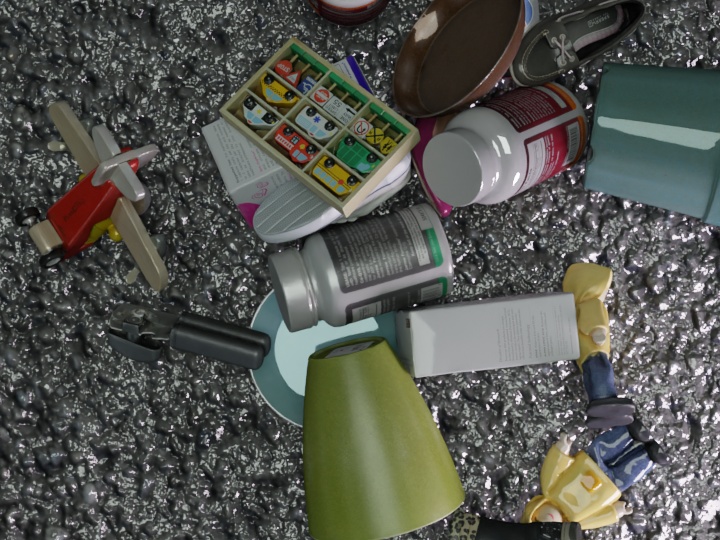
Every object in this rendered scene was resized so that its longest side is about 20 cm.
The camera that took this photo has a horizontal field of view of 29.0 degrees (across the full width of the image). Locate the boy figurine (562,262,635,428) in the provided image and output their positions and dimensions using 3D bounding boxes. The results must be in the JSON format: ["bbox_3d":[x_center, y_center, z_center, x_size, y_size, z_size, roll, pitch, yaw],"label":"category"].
[{"bbox_3d":[0.280,0.086,1.651,0.064,0.125,0.201,-5,59,5],"label":"boy figurine"}]

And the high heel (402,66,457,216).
[{"bbox_3d":[0.103,-0.161,1.641,0.096,0.067,0.201,-18,67,8],"label":"high heel"}]

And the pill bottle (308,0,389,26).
[{"bbox_3d":[-0.014,-0.341,1.601,0.109,0.200,0.110,0,90,0],"label":"pill bottle"}]

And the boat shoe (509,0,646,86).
[{"bbox_3d":[0.256,-0.275,1.627,0.200,0.057,0.067,-33,106,-31],"label":"boat shoe"}]

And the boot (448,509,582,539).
[{"bbox_3d":[0.173,0.377,1.616,0.153,0.073,0.205,8,103,12],"label":"boot"}]

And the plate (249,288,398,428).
[{"bbox_3d":[-0.038,0.095,1.691,0.199,0.026,0.201,0,90,-1],"label":"plate"}]

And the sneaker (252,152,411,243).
[{"bbox_3d":[-0.026,-0.079,1.604,0.199,0.071,0.073,-26,56,0],"label":"sneaker"}]

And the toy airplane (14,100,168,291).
[{"bbox_3d":[-0.294,-0.089,1.633,0.198,0.141,0.201,13,106,31],"label":"toy airplane"}]

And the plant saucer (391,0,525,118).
[{"bbox_3d":[0.118,-0.255,1.594,0.034,0.200,0.201,32,90,-34],"label":"plant saucer"}]

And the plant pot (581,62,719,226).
[{"bbox_3d":[0.365,-0.154,1.616,0.195,0.200,0.201,11,90,9],"label":"plant pot"}]

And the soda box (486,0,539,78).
[{"bbox_3d":[0.177,-0.333,1.666,0.063,0.070,0.201,-4,90,-1],"label":"soda box"}]

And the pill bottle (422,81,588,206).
[{"bbox_3d":[0.164,-0.143,1.597,0.200,0.113,0.113,-26,90,-44],"label":"pill bottle"}]

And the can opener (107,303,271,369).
[{"bbox_3d":[-0.208,0.088,1.674,0.199,0.053,0.067,15,123,9],"label":"can opener"}]

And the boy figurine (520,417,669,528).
[{"bbox_3d":[0.265,0.255,1.665,0.200,0.064,0.125,-36,93,-2],"label":"boy figurine"}]

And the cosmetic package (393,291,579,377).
[{"bbox_3d":[0.146,0.074,1.636,0.199,0.113,0.082,-8,90,-6],"label":"cosmetic package"}]

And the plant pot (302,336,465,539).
[{"bbox_3d":[0.009,0.184,1.600,0.186,0.187,0.201,-13,96,0],"label":"plant pot"}]

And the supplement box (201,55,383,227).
[{"bbox_3d":[-0.070,-0.149,1.637,0.199,0.101,0.104,-26,65,-1],"label":"supplement box"}]

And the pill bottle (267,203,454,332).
[{"bbox_3d":[0.000,0.000,1.622,0.199,0.113,0.114,-16,90,-10],"label":"pill bottle"}]

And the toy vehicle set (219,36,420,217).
[{"bbox_3d":[-0.046,-0.164,1.567,0.200,0.027,0.124,39,79,23],"label":"toy vehicle set"}]
